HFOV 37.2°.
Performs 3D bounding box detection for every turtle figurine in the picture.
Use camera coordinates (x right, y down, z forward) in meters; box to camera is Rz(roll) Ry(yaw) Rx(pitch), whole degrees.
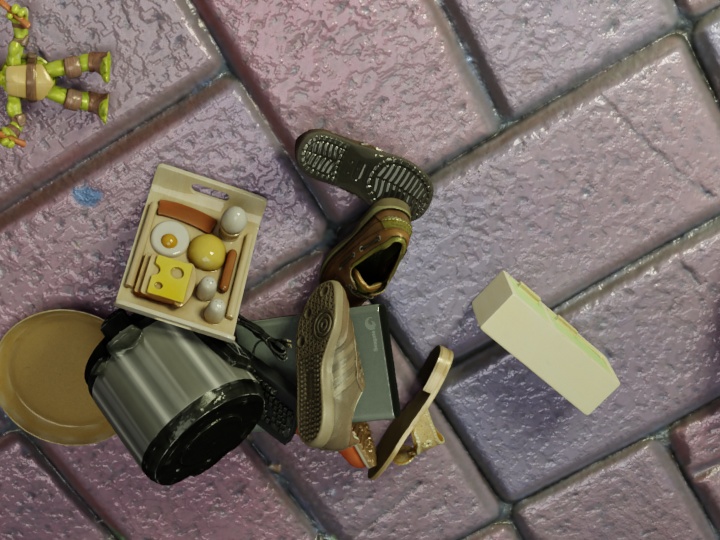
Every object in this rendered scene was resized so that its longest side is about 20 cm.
[{"bbox_3d":[-0.371,-0.208,1.226,0.159,0.064,0.202,4,105,-13],"label":"turtle figurine"}]

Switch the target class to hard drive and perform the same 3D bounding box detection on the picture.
[{"bbox_3d":[-0.053,0.123,1.335,0.198,0.033,0.141,-9,90,21],"label":"hard drive"}]

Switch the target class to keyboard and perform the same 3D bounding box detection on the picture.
[{"bbox_3d":[-0.142,0.119,1.333,0.021,0.199,0.128,-9,123,-49],"label":"keyboard"}]

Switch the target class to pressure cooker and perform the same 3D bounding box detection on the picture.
[{"bbox_3d":[-0.234,0.132,1.288,0.200,0.178,0.177,48,132,23],"label":"pressure cooker"}]

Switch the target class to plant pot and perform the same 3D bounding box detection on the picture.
[{"bbox_3d":[-0.379,0.137,1.397,0.198,0.028,0.202,-2,114,-3],"label":"plant pot"}]

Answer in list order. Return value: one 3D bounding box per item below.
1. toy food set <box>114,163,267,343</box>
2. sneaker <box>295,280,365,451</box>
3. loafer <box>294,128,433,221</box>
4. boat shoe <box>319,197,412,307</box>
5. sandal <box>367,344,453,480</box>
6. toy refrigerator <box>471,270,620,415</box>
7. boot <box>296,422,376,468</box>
[{"bbox_3d":[-0.196,-0.022,1.260,0.142,0.202,0.061,18,146,-11],"label":"toy food set"},{"bbox_3d":[-0.032,0.116,1.279,0.075,0.202,0.070,20,158,-41],"label":"sneaker"},{"bbox_3d":[0.004,-0.124,1.286,0.199,0.071,0.073,26,102,-31],"label":"loafer"},{"bbox_3d":[0.000,0.000,1.304,0.071,0.068,0.201,12,136,-18],"label":"boat shoe"},{"bbox_3d":[0.087,0.206,1.428,0.069,0.078,0.213,25,105,-9],"label":"sandal"},{"bbox_3d":[0.242,0.092,1.388,0.199,0.076,0.070,38,107,-17],"label":"toy refrigerator"},{"bbox_3d":[-0.060,0.196,1.422,0.107,0.075,0.201,-33,103,14],"label":"boot"}]
